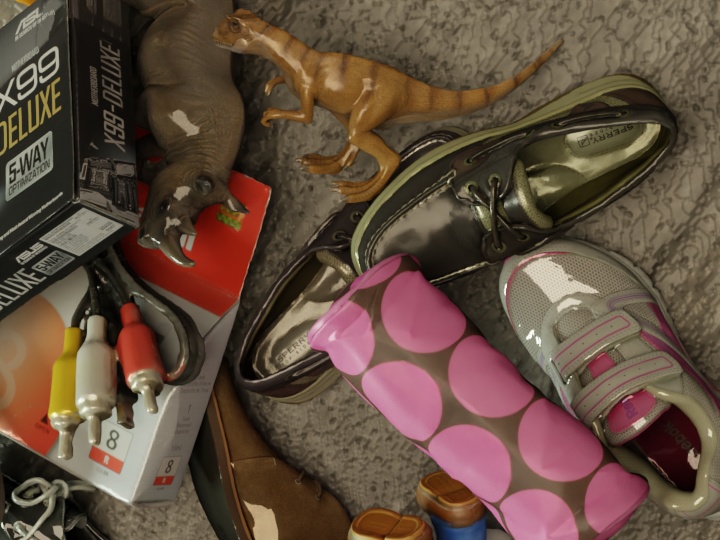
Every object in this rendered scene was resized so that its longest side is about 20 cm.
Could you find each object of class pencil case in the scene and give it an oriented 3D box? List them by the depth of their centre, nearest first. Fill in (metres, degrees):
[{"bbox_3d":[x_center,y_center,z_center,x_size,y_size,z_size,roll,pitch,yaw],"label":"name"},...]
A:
[{"bbox_3d":[0.063,0.079,1.623,0.091,0.094,0.200,-44,89,12],"label":"pencil case"}]

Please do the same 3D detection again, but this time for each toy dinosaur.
[{"bbox_3d":[0.011,-0.096,1.680,0.200,0.060,0.106,12,111,-12],"label":"toy dinosaur"}]

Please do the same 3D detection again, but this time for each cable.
[{"bbox_3d":[-0.148,0.008,1.697,0.097,0.050,0.200,-26,63,23],"label":"cable"}]

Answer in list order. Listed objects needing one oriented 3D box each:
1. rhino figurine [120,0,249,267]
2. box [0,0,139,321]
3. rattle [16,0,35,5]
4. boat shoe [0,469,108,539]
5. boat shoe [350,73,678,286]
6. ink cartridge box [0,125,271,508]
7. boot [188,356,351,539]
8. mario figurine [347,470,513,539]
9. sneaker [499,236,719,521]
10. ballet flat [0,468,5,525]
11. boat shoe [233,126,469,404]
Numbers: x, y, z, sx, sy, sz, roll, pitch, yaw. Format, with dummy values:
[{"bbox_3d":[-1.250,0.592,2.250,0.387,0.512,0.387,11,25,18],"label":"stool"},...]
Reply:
[{"bbox_3d":[-0.106,-0.090,1.705,0.087,0.060,0.200,-18,58,19],"label":"rhino figurine"},{"bbox_3d":[-0.210,-0.053,1.704,0.200,0.050,0.158,-32,49,36],"label":"box"},{"bbox_3d":[-0.284,-0.175,1.795,0.200,0.143,0.130,-39,52,30],"label":"rattle"},{"bbox_3d":[-0.191,0.157,1.778,0.199,0.074,0.068,44,109,7],"label":"boat shoe"},{"bbox_3d":[0.088,-0.046,1.660,0.201,0.066,0.072,-29,106,-3],"label":"boat shoe"},{"bbox_3d":[-0.149,0.019,1.739,0.162,0.050,0.200,25,105,34],"label":"ink cartridge box"},{"bbox_3d":[-0.055,0.134,1.756,0.075,0.074,0.200,-18,85,-14],"label":"boot"},{"bbox_3d":[0.038,0.217,1.709,0.123,0.106,0.200,-10,114,2],"label":"mario figurine"},{"bbox_3d":[0.153,0.061,1.670,0.081,0.088,0.200,-45,83,14],"label":"sneaker"},{"bbox_3d":[-0.253,0.073,1.749,0.067,0.046,0.200,-39,52,39],"label":"ballet flat"},{"bbox_3d":[0.000,0.000,1.716,0.072,0.065,0.200,46,103,10],"label":"boat shoe"}]
